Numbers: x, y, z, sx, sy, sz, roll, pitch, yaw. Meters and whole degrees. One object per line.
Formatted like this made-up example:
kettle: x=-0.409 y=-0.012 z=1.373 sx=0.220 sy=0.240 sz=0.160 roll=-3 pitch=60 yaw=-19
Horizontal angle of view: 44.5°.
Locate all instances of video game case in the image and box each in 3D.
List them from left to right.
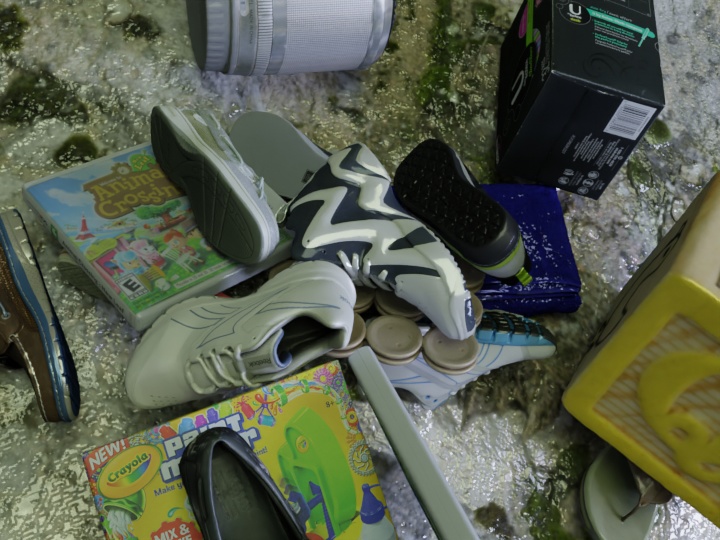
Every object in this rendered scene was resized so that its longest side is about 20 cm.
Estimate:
video game case: x=-0.167 y=-0.049 z=0.787 sx=0.198 sy=0.022 sz=0.182 roll=-28 pitch=60 yaw=-38
video game case: x=0.060 y=0.181 z=0.661 sx=0.022 sy=0.184 sz=0.201 roll=-28 pitch=45 yaw=-4

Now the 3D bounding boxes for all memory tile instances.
memory tile: x=0.012 y=0.025 z=0.785 sx=0.195 sy=0.017 sz=0.155 roll=10 pitch=41 yaw=3

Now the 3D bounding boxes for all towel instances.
towel: x=0.124 y=-0.024 z=0.888 sx=0.195 sy=0.050 sz=0.151 roll=-2 pitch=68 yaw=-15

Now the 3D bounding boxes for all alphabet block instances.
alphabet block: x=0.330 y=0.068 z=0.788 sx=0.195 sy=0.197 sz=0.200 roll=35 pitch=43 yaw=11

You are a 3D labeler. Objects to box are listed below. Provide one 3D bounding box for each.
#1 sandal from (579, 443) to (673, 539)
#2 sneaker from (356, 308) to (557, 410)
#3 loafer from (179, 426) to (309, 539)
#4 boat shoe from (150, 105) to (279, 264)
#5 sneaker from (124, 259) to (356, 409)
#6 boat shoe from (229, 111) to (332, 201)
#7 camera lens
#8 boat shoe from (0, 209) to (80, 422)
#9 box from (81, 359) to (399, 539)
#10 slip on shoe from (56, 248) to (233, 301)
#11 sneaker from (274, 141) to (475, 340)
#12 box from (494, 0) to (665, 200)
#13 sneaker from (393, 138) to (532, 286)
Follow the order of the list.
sandal: x=0.272 y=0.180 z=0.829 sx=0.080 sy=0.057 sz=0.201 roll=40 pitch=62 yaw=3
sneaker: x=0.085 y=0.085 z=0.818 sx=0.195 sy=0.075 sz=0.089 roll=0 pitch=101 yaw=-5
loafer: x=-0.061 y=0.199 z=0.577 sx=0.067 sy=0.070 sz=0.203 roll=-25 pitch=86 yaw=-20
boat shoe: x=-0.121 y=-0.083 z=0.772 sx=0.064 sy=0.076 sz=0.202 roll=-15 pitch=44 yaw=-32
sneaker: x=-0.094 y=0.056 z=0.678 sx=0.197 sy=0.087 sz=0.075 roll=-25 pitch=113 yaw=3
boat shoe: x=-0.046 y=-0.089 z=0.864 sx=0.198 sy=0.057 sz=0.069 roll=34 pitch=91 yaw=22
camera lens: x=-0.071 y=-0.283 z=0.890 sx=0.196 sy=0.160 sz=0.163 roll=-7 pitch=68 yaw=-18
boat shoe: x=-0.293 y=0.046 z=0.743 sx=0.071 sy=0.073 sz=0.202 roll=-20 pitch=63 yaw=-17
box: x=-0.088 y=0.198 z=0.672 sx=0.197 sy=0.122 sz=0.196 roll=-18 pitch=83 yaw=-20
slip on shoe: x=-0.170 y=0.010 z=0.787 sx=0.196 sy=0.074 sz=0.062 roll=22 pitch=59 yaw=1
sneaker: x=0.000 y=0.000 z=0.749 sx=0.128 sy=0.080 sz=0.201 roll=-33 pitch=78 yaw=-7
box: x=0.225 y=-0.209 z=0.927 sx=0.122 sy=0.149 sz=0.203 roll=14 pitch=53 yaw=-8
sneaker: x=0.097 y=-0.048 z=0.833 sx=0.071 sy=0.083 sz=0.201 roll=-40 pitch=42 yaw=8
